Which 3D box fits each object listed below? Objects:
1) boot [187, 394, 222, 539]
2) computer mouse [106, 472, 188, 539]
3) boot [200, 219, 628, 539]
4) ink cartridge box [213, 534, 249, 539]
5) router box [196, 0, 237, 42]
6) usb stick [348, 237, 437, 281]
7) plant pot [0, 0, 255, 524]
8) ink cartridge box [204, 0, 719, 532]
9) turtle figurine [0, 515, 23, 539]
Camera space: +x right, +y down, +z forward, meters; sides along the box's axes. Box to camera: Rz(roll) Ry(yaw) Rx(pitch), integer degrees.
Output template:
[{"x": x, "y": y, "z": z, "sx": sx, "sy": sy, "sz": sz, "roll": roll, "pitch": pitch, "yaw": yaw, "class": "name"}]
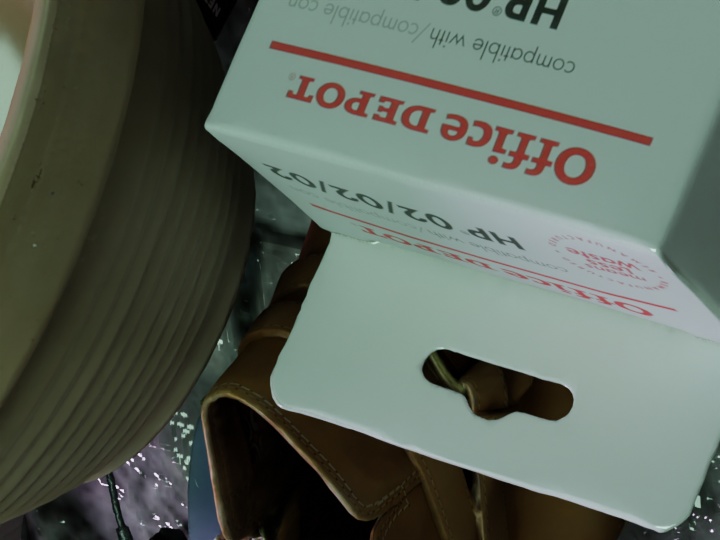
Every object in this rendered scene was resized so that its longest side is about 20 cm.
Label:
[{"x": 0.004, "y": 0.119, "z": 0.897, "sx": 0.097, "sy": 0.075, "sz": 0.200, "roll": 41, "pitch": 149, "yaw": 48, "class": "boot"}, {"x": -0.064, "y": 0.074, "z": 0.920, "sx": 0.034, "sy": 0.059, "sz": 0.200, "roll": -14, "pitch": 101, "yaw": 23, "class": "computer mouse"}, {"x": 0.000, "y": 0.000, "z": 0.755, "sx": 0.077, "sy": 0.155, "sz": 0.200, "roll": -15, "pitch": 104, "yaw": 42, "class": "boot"}, {"x": -0.007, "y": 0.180, "z": 0.811, "sx": 0.200, "sy": 0.144, "sz": 0.084, "roll": -61, "pitch": 32, "yaw": 26, "class": "ink cartridge box"}, {"x": -0.131, "y": -0.146, "z": 0.780, "sx": 0.157, "sy": 0.052, "sz": 0.200, "roll": 11, "pitch": 153, "yaw": 34, "class": "router box"}, {"x": 0.011, "y": -0.088, "z": 0.721, "sx": 0.033, "sy": 0.055, "sz": 0.200, "roll": 108, "pitch": 154, "yaw": -77, "class": "usb stick"}, {"x": -0.090, "y": -0.009, "z": 0.715, "sx": 0.093, "sy": 0.201, "sz": 0.201, "roll": 25, "pitch": 142, "yaw": -29, "class": "plant pot"}, {"x": 0.047, "y": -0.058, "z": 0.643, "sx": 0.115, "sy": 0.068, "sz": 0.200, "roll": 16, "pitch": 78, "yaw": 31, "class": "ink cartridge box"}, {"x": -0.164, "y": 0.155, "z": 0.965, "sx": 0.199, "sy": 0.144, "sz": 0.194, "roll": 4, "pitch": 107, "yaw": 14, "class": "turtle figurine"}]
